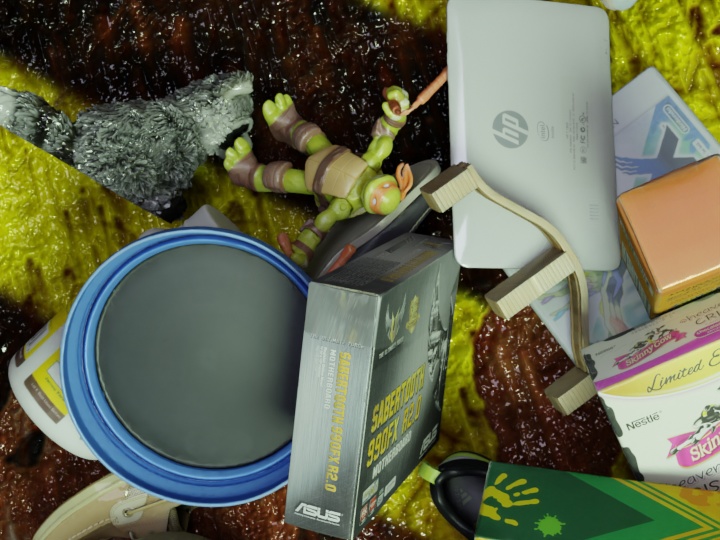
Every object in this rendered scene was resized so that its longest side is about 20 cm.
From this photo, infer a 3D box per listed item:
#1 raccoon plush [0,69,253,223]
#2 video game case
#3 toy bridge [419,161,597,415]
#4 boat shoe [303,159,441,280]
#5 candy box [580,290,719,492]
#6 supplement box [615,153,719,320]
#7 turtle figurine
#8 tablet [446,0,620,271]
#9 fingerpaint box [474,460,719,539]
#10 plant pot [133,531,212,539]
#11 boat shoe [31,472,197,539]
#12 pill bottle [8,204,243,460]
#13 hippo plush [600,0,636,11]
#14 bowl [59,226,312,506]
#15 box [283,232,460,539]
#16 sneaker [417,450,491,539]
[{"bbox_3d":[-0.170,-0.126,0.908,0.097,0.200,0.134,29,89,48],"label":"raccoon plush"},{"bbox_3d":[0.205,-0.021,0.877,0.182,0.022,0.200,-37,76,6],"label":"video game case"},{"bbox_3d":[0.120,0.008,0.826,0.067,0.027,0.200,-36,107,-7],"label":"toy bridge"},{"bbox_3d":[0.000,0.000,0.911,0.200,0.073,0.063,-46,110,-3],"label":"boat shoe"},{"bbox_3d":[0.246,0.117,0.777,0.136,0.061,0.200,-25,111,9],"label":"candy box"},{"bbox_3d":[0.207,-0.014,0.761,0.066,0.200,0.069,-23,79,9],"label":"supplement box"},{"bbox_3d":[-0.017,-0.081,0.895,0.161,0.064,0.200,28,86,38],"label":"turtle figurine"},{"bbox_3d":[0.126,-0.100,0.859,0.130,0.014,0.200,1,81,-16],"label":"tablet"},{"bbox_3d":[0.159,0.227,0.770,0.167,0.073,0.200,5,126,13],"label":"fingerpaint box"},{"bbox_3d":[-0.134,0.269,0.850,0.200,0.200,0.135,-38,41,6],"label":"plant pot"},{"bbox_3d":[-0.160,0.180,0.911,0.200,0.071,0.065,-31,76,6],"label":"boat shoe"},{"bbox_3d":[-0.165,0.044,0.911,0.200,0.109,0.109,-42,75,5],"label":"pill bottle"},{"bbox_3d":[0.270,-0.265,0.855,0.161,0.159,0.200,17,103,-15],"label":"hippo plush"},{"bbox_3d":[-0.108,0.066,0.832,0.200,0.039,0.201,1,103,4],"label":"bowl"},{"bbox_3d":[0.015,0.068,0.799,0.048,0.200,0.159,11,103,17],"label":"box"},{"bbox_3d":[0.127,0.195,0.834,0.200,0.083,0.072,26,89,15],"label":"sneaker"}]
